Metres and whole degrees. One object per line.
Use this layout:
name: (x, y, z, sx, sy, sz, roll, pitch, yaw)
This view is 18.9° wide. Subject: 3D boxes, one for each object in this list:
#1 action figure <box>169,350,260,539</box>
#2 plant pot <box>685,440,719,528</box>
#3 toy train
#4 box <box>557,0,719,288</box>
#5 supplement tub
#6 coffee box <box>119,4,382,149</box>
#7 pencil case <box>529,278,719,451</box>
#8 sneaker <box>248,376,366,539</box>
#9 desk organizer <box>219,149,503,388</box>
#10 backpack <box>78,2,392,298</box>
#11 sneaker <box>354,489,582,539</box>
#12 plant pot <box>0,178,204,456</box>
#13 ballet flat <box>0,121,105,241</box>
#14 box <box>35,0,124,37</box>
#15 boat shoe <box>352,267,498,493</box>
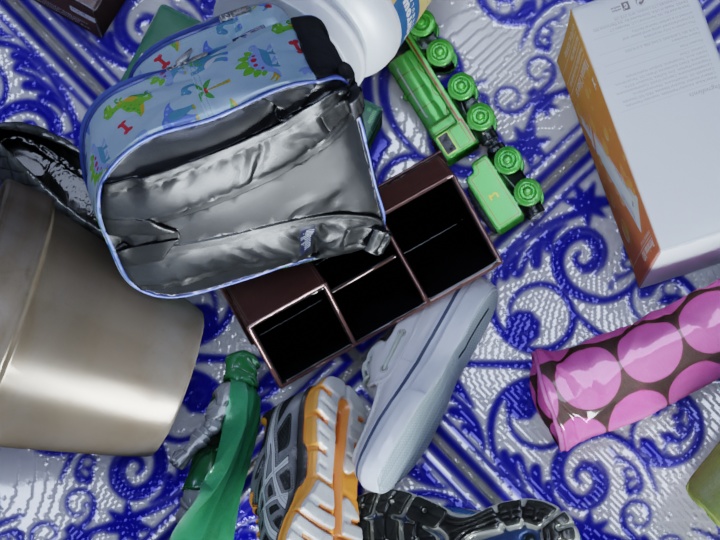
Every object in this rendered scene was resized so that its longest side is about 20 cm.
action figure: (-0.111, 0.153, 1.615, 0.054, 0.118, 0.201, 11, 68, 14)
plant pot: (0.345, 0.143, 1.580, 0.184, 0.200, 0.200, -45, 81, 2)
toy train: (0.077, -0.117, 1.702, 0.056, 0.042, 0.200, -32, 79, 3)
box: (0.232, -0.105, 1.656, 0.097, 0.124, 0.201, -18, 77, -4)
supplement tub: (-0.010, -0.238, 1.654, 0.144, 0.145, 0.200, 30, 63, 6)
coffee box: (-0.095, -0.112, 1.695, 0.199, 0.044, 0.123, 24, 78, 4)
pencil case: (0.221, 0.062, 1.638, 0.199, 0.094, 0.091, -22, 123, -6)
sneaker: (-0.046, 0.178, 1.597, 0.077, 0.078, 0.201, -16, 48, 35)
desk organizer: (0.000, 0.000, 1.634, 0.199, 0.072, 0.077, -30, 35, -4)
backpack: (-0.100, -0.082, 1.553, 0.199, 0.184, 0.147, -20, 44, -7)
sneaker: (0.072, 0.211, 1.606, 0.199, 0.089, 0.079, 2, 70, 21)
plant pot: (-0.216, 0.057, 1.595, 0.173, 0.200, 0.201, 21, 77, -12)
ballet flat: (-0.203, -0.058, 1.674, 0.199, 0.057, 0.067, 22, 79, 4)
box: (-0.199, -0.299, 1.724, 0.100, 0.075, 0.201, 30, 77, 6)
boat shoe: (0.034, 0.081, 1.633, 0.067, 0.074, 0.200, 21, 53, 19)
